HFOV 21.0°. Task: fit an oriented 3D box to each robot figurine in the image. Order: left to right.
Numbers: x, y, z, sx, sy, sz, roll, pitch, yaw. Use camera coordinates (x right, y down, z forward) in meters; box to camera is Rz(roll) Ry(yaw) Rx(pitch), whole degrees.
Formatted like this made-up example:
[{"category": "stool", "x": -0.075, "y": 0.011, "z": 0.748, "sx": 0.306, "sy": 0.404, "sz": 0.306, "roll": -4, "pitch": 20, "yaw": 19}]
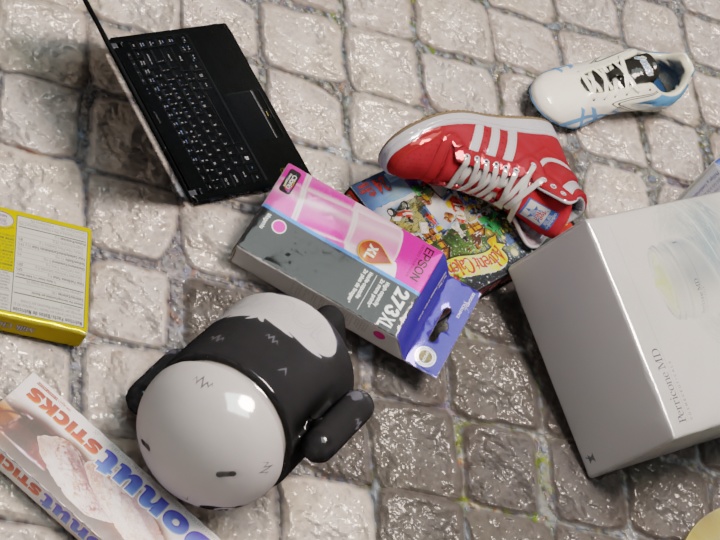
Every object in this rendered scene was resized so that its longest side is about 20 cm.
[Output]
[{"category": "robot figurine", "x": -0.082, "y": 0.096, "z": 1.467, "sx": 0.125, "sy": 0.150, "sz": 0.200, "roll": 53, "pitch": 40, "yaw": -6}]

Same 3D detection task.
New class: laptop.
[{"category": "laptop", "x": -0.138, "y": -0.157, "z": 1.639, "sx": 0.200, "sy": 0.103, "sz": 0.178, "roll": -13, "pitch": 65, "yaw": -38}]

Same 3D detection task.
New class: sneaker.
[{"category": "sneaker", "x": 0.115, "y": -0.077, "z": 1.703, "sx": 0.200, "sy": 0.071, "sz": 0.113, "roll": -5, "pitch": 56, "yaw": -36}, {"category": "sneaker", "x": 0.246, "y": -0.186, "z": 1.920, "sx": 0.200, "sy": 0.072, "sz": 0.072, "roll": -13, "pitch": 66, "yaw": -36}]

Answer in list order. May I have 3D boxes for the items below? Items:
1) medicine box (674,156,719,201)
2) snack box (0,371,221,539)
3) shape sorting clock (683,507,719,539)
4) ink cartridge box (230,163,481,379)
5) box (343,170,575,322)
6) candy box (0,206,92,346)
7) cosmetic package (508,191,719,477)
[{"category": "medicine box", "x": 0.428, "y": -0.040, "z": 1.900, "sx": 0.200, "sy": 0.103, "sz": 0.182, "roll": 47, "pitch": 46, "yaw": 9}, {"category": "snack box", "x": -0.190, "y": 0.164, "z": 1.421, "sx": 0.200, "sy": 0.024, "sz": 0.072, "roll": 41, "pitch": 44, "yaw": 2}, {"category": "shape sorting clock", "x": 0.350, "y": 0.292, "z": 1.647, "sx": 0.200, "sy": 0.039, "sz": 0.200, "roll": 16, "pitch": 51, "yaw": -22}, {"category": "ink cartridge box", "x": 0.000, "y": 0.000, "z": 1.625, "sx": 0.200, "sy": 0.037, "sz": 0.095, "roll": 31, "pitch": 62, "yaw": -1}, {"category": "box", "x": 0.089, "y": -0.045, "z": 1.739, "sx": 0.200, "sy": 0.038, "sz": 0.137, "roll": -27, "pitch": 74, "yaw": -42}, {"category": "candy box", "x": -0.303, "y": -0.009, "z": 1.480, "sx": 0.200, "sy": 0.026, "sz": 0.102, "roll": 14, "pitch": 53, "yaw": -22}, {"category": "cosmetic package", "x": 0.267, "y": 0.051, "z": 1.697, "sx": 0.200, "sy": 0.123, "sz": 0.200, "roll": -13, "pitch": 76, "yaw": -36}]
